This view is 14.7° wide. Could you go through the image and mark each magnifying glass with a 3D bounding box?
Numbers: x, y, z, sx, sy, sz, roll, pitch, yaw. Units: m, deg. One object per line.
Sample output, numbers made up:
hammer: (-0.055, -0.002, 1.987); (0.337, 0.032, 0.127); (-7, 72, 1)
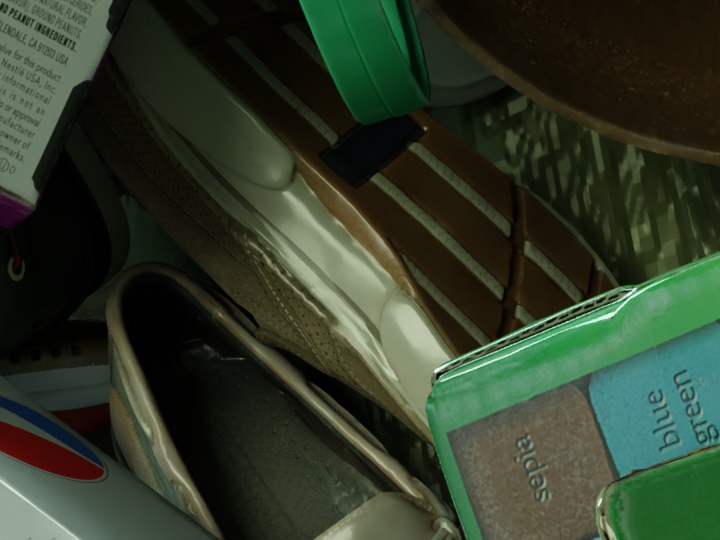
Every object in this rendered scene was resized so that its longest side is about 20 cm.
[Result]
magnifying glass: (-0.008, -0.104, 0.672); (0.022, 0.080, 0.200); (-20, 32, 6)

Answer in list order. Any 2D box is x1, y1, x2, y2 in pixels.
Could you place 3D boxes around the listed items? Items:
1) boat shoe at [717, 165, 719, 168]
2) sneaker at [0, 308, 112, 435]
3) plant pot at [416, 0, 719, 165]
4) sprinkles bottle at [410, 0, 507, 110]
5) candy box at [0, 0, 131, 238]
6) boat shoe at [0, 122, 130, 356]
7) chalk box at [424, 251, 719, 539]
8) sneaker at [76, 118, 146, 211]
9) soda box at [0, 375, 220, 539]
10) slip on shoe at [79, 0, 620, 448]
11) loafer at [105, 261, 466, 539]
boat shoe: (0.162, -0.016, 0.618); (0.200, 0.071, 0.070); (33, 94, 41)
sneaker: (-0.149, 0.080, 0.811); (0.198, 0.071, 0.113); (-12, 100, -1)
plant pot: (0.100, -0.156, 0.642); (0.186, 0.187, 0.201); (-26, 26, 27)
sprinkles bottle: (-0.012, -0.133, 0.796); (0.068, 0.068, 0.200); (-45, 52, 15)
candy box: (-0.082, -0.101, 0.688); (0.201, 0.061, 0.136); (-67, 15, -19)
boat shoe: (-0.143, -0.066, 0.767); (0.073, 0.063, 0.202); (-31, 95, 40)
chalk box: (0.102, 0.050, 0.479); (0.123, 0.200, 0.125); (-23, 82, 27)
sneaker: (-0.072, -0.083, 0.820); (0.199, 0.100, 0.070); (22, 130, 19)
soda box: (-0.121, 0.054, 0.703); (0.199, 0.064, 0.068); (34, 102, 23)
slip on shoe: (0.000, 0.000, 0.712); (0.200, 0.076, 0.061); (45, 131, 8)
loafer: (-0.011, 0.072, 0.711); (0.072, 0.063, 0.200); (-34, 49, -13)
